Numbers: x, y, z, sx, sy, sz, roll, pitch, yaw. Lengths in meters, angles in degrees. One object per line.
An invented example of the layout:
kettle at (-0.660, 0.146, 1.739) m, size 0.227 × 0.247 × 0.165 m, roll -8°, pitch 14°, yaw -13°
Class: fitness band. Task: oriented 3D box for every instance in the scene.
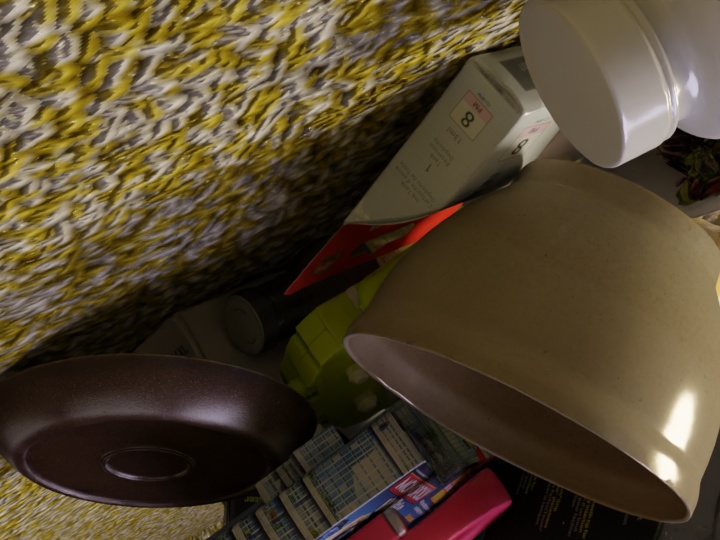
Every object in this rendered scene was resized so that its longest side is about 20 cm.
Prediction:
fitness band at (0.003, 0.185, 0.944) m, size 0.200 × 0.037 × 0.144 m, roll -38°, pitch 166°, yaw 9°

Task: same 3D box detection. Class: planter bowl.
planter bowl at (0.109, 0.026, 0.825) m, size 0.135 × 0.200 × 0.200 m, roll -62°, pitch 179°, yaw -13°

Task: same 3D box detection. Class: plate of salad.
plate of salad at (0.206, -0.107, 0.893) m, size 0.200 × 0.048 × 0.200 m, roll -31°, pitch -150°, yaw 20°

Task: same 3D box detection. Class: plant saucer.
plant saucer at (-0.126, 0.103, 0.928) m, size 0.200 × 0.032 × 0.200 m, roll 0°, pitch 152°, yaw 0°

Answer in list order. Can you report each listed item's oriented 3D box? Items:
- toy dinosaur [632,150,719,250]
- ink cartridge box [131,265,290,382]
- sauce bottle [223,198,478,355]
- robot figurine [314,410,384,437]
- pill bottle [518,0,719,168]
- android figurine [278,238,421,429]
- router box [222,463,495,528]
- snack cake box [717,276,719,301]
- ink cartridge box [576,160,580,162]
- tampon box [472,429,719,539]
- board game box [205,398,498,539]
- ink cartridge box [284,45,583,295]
toy dinosaur at (0.196, -0.035, 0.910) m, size 0.200 × 0.101 × 0.058 m, roll -33°, pitch 145°, yaw 18°
ink cartridge box at (-0.062, 0.060, 1.079) m, size 0.200 × 0.084 × 0.146 m, roll -24°, pitch 169°, yaw -40°
sauce bottle at (0.000, 0.000, 1.014) m, size 0.200 × 0.065 × 0.065 m, roll -23°, pitch 169°, yaw -38°
robot figurine at (0.009, 0.104, 1.295) m, size 0.125 × 0.150 × 0.200 m, roll -44°, pitch -155°, yaw 6°
pill bottle at (0.175, -0.127, 0.693) m, size 0.200 × 0.112 × 0.111 m, roll -29°, pitch 172°, yaw -11°
android figurine at (0.031, 0.037, 0.967) m, size 0.200 × 0.041 × 0.182 m, roll -32°, pitch 154°, yaw -11°
router box at (0.003, 0.164, 1.126) m, size 0.200 × 0.062 × 0.150 m, roll 2°, pitch 172°, yaw -2°
snack cake box at (0.241, 0.013, 1.091) m, size 0.115 × 0.067 × 0.200 m, roll -33°, pitch 132°, yaw -21°
ink cartridge box at (0.143, 0.021, 1.164) m, size 0.200 × 0.145 × 0.145 m, roll -30°, pitch 130°, yaw -29°
tampon box at (0.186, 0.133, 0.964) m, size 0.200 × 0.126 × 0.150 m, roll -19°, pitch -136°, yaw 61°
board game box at (-0.006, 0.135, 0.952) m, size 0.200 × 0.062 × 0.200 m, roll -36°, pitch 164°, yaw -3°
ink cartridge box at (0.067, -0.051, 0.892) m, size 0.162 × 0.057 × 0.200 m, roll -22°, pitch 154°, yaw -50°
